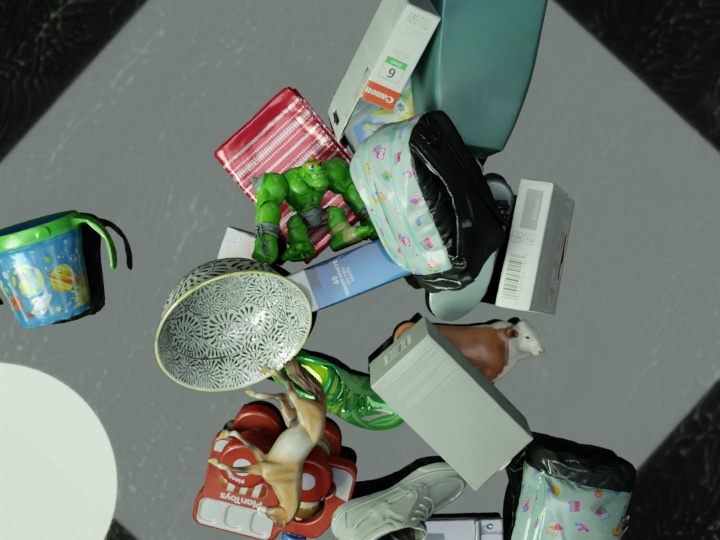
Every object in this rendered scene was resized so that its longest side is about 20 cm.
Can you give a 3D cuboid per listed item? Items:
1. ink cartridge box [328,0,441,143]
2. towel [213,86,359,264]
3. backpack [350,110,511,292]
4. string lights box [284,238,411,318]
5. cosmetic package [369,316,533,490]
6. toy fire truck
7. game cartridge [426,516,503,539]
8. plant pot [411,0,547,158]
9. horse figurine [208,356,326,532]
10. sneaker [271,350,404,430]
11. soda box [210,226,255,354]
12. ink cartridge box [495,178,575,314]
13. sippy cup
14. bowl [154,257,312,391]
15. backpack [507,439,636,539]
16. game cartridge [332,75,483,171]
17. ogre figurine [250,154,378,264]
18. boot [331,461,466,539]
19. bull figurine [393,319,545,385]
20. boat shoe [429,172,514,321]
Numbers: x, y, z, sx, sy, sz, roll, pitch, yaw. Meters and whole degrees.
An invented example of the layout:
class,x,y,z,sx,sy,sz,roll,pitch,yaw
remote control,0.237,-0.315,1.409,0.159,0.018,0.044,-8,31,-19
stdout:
class,x,y,z,sx,sy,sz,roll,pitch,yaw
ink cartridge box,0.027,-0.259,1.687,0.050,0.109,0.200,20,114,-19
towel,-0.083,-0.129,1.783,0.145,0.022,0.200,-40,90,0
backpack,0.081,-0.088,1.609,0.126,0.167,0.200,-17,110,31
string lights box,0.000,0.000,1.743,0.200,0.103,0.059,-22,90,-1
cosmetic package,0.115,0.170,1.699,0.107,0.090,0.200,-41,103,9
toy fire truck,-0.111,0.284,1.751,0.199,0.112,0.168,14,114,0
game cartridge,0.093,0.396,1.779,0.199,0.038,0.130,-2,86,0
plant pot,0.142,-0.252,1.709,0.141,0.141,0.201,7,87,-12
horse figurine,-0.098,0.204,1.647,0.132,0.050,0.200,32,71,-9
sneaker,-0.029,0.162,1.751,0.200,0.084,0.074,20,92,1
soda box,-0.174,0.045,1.762,0.068,0.064,0.200,18,89,0
ink cartridge box,0.228,-0.027,1.706,0.050,0.200,0.161,11,90,16
sippy cup,-0.415,0.002,1.734,0.178,0.140,0.131,-8,103,38
bowl,-0.169,0.048,1.666,0.200,0.201,0.094,-27,47,0
backpack,0.266,0.333,1.734,0.166,0.127,0.201,13,93,-4
game cartridge,0.056,-0.179,1.778,0.133,0.040,0.200,-35,90,3
ogre figurine,-0.064,-0.081,1.717,0.200,0.098,0.120,-19,79,-13
boot,0.068,0.319,1.720,0.200,0.096,0.074,-21,120,-20
bull figurine,0.142,0.119,1.762,0.199,0.065,0.122,4,96,4
boat shoe,0.151,-0.032,1.759,0.071,0.091,0.201,23,104,0
